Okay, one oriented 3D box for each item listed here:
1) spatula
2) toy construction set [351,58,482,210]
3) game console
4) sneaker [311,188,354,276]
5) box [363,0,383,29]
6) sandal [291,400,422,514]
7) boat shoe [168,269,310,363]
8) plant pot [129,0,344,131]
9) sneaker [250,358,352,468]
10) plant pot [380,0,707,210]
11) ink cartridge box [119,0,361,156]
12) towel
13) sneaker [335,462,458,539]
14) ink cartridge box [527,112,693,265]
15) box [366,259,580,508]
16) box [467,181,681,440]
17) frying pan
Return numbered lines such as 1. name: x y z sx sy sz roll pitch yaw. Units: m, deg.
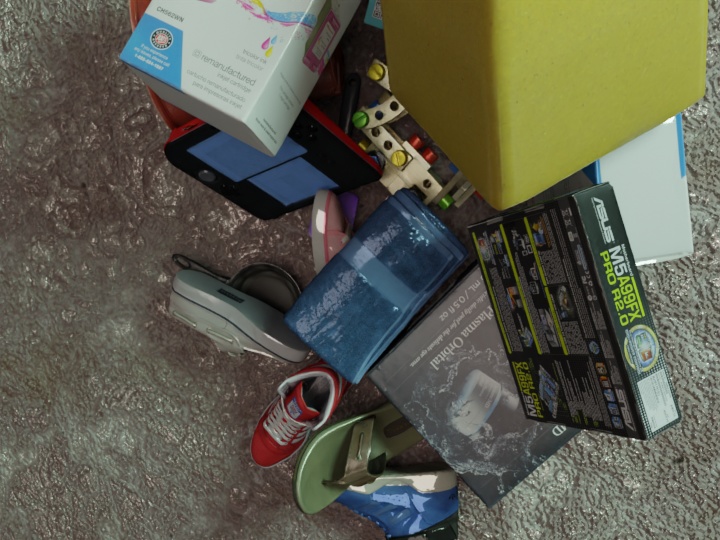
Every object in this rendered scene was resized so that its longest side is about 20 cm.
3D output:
1. spatula: -0.022 -0.136 0.804 0.055 0.021 0.204 11 99 14
2. toy construction set: 0.066 -0.142 0.747 0.131 0.092 0.201 -45 73 20
3. game console: -0.099 -0.121 0.730 0.197 0.176 0.032 -13 54 37
4. sneaker: 0.000 0.000 0.776 0.102 0.076 0.204 -3 112 6
5. box: 0.064 -0.314 0.673 0.081 0.203 0.049 18 143 -4
6. sandal: 0.007 0.205 0.763 0.199 0.057 0.081 -27 106 -25
7. boat shoe: -0.153 0.070 0.809 0.197 0.072 0.067 26 108 11
8. plant pot: -0.121 -0.263 0.736 0.191 0.201 0.205 -5 96 6
9. sneaker: -0.084 0.179 0.809 0.071 0.112 0.201 42 104 6
10. plant pot: 0.125 -0.211 0.484 0.193 0.201 0.195 -28 51 -6
11. ink cartridge box: -0.096 -0.230 0.592 0.143 0.085 0.202 28 85 16
12. towel: 0.016 0.017 0.717 0.111 0.049 0.200 42 92 -14
13. sneaker: 0.024 0.302 0.815 0.196 0.077 0.114 -6 86 8
14. ink cartridge box: 0.229 -0.088 0.649 0.084 0.200 0.150 -8 96 0
15. box: 0.147 0.110 0.742 0.200 0.117 0.197 46 105 4
16. box: 0.180 0.038 0.588 0.044 0.160 0.204 -18 91 -22
17. frying pan: -0.157 0.044 0.854 0.186 0.031 0.117 6 98 17
